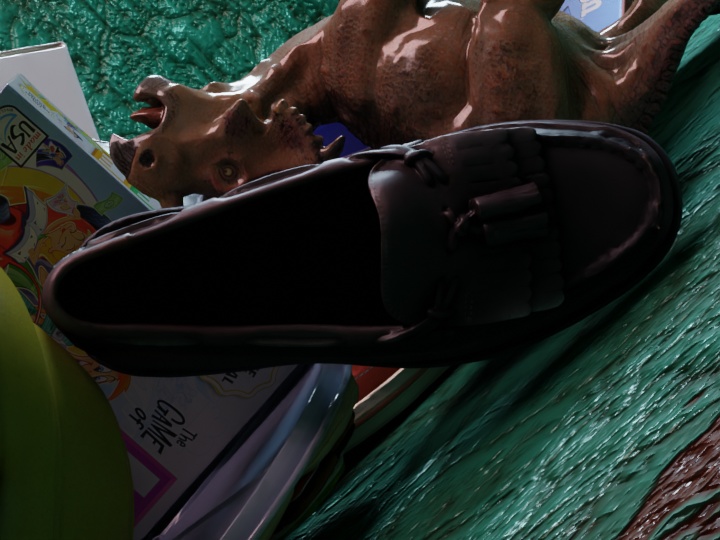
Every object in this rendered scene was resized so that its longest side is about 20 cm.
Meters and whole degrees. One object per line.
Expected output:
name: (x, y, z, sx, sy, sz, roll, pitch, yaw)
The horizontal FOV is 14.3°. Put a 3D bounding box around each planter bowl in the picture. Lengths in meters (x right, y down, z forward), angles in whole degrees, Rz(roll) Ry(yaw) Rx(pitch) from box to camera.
planter bowl: (-0.127, 0.077, 0.887, 0.083, 0.201, 0.200, 9, -32, -35)

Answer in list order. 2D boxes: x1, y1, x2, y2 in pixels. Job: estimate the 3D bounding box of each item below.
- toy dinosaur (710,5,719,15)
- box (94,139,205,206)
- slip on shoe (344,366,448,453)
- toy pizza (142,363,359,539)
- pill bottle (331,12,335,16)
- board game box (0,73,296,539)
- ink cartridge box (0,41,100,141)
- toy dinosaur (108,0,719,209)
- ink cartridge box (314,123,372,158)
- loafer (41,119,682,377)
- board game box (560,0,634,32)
toy dinosaur: (0.153, -0.127, 1.190, 0.106, 0.060, 0.200, -58, -11, 24)
box: (-0.147, 0.010, 1.091, 0.200, 0.158, 0.046, -80, -2, -59)
slip on shoe: (0.018, 0.004, 1.049, 0.200, 0.061, 0.074, -44, 7, 3)
toy pizza: (-0.063, 0.107, 0.949, 0.200, 0.032, 0.200, -48, 8, 9)
pill bottle: (0.046, -0.114, 1.487, 0.200, 0.109, 0.109, -38, 7, 39)
board game box: (-0.131, 0.053, 0.967, 0.200, 0.134, 0.034, -48, 7, 8)
ink cartridge box: (-0.152, 0.019, 1.281, 0.082, 0.147, 0.200, -12, -32, -15)
toy dinosaur: (0.033, -0.054, 0.936, 0.199, 0.086, 0.136, 2, 62, 26)
ink cartridge box: (0.005, -0.049, 1.258, 0.196, 0.043, 0.200, -23, -11, -30)
loafer: (-0.001, -0.003, 0.879, 0.199, 0.072, 0.063, -11, -4, 12)
board game box: (0.053, -0.059, 1.007, 0.103, 0.019, 0.200, -24, 36, 28)
